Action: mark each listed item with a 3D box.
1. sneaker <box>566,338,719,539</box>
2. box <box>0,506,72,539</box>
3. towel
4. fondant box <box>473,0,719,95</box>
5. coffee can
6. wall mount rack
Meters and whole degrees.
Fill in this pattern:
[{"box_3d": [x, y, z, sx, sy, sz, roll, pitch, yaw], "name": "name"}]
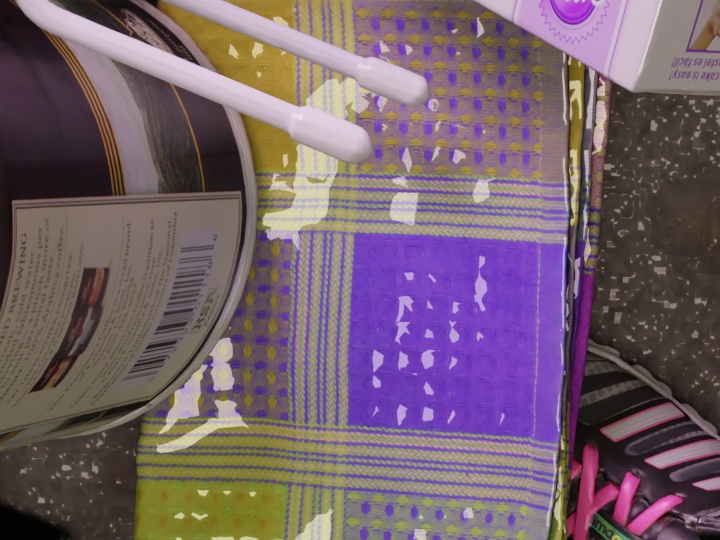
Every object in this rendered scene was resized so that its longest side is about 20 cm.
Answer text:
[{"box_3d": [0.090, 0.081, 0.934, 0.200, 0.087, 0.074, 27, 105, -7], "name": "sneaker"}, {"box_3d": [-0.189, 0.175, 0.907, 0.124, 0.200, 0.197, 22, 105, -4], "name": "box"}, {"box_3d": [0.000, 0.000, 0.910, 0.143, 0.023, 0.201, 5, 93, 14], "name": "towel"}, {"box_3d": [0.074, -0.164, 0.804, 0.058, 0.144, 0.200, -3, 115, -37], "name": "fondant box"}, {"box_3d": [-0.128, -0.016, 0.831, 0.146, 0.200, 0.147, 1, 92, 17], "name": "coffee can"}, {"box_3d": [-0.060, -0.099, 0.818, 0.074, 0.200, 0.174, -28, 95, 14], "name": "wall mount rack"}]
